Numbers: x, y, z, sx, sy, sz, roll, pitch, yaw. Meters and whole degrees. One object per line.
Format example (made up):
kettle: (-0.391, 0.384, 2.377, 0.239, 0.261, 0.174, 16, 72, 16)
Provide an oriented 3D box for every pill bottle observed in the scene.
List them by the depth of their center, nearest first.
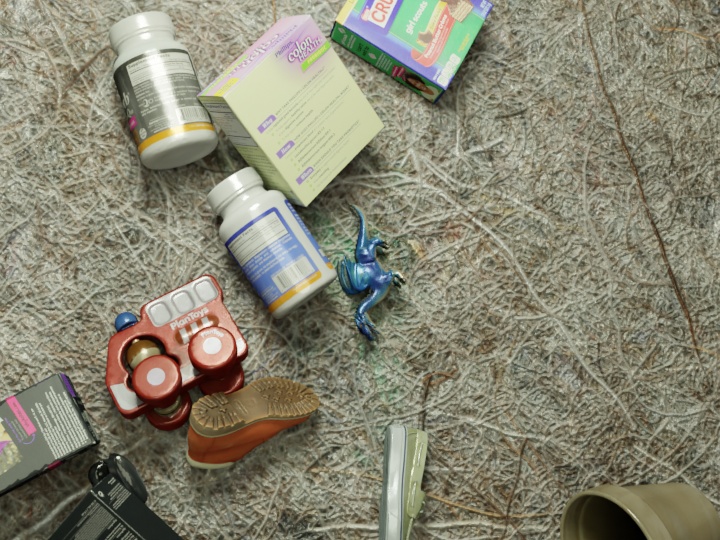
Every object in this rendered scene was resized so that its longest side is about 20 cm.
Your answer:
pill bottle: (-0.131, -0.042, 1.344, 0.112, 0.112, 0.201, -34, 87, -15)
pill bottle: (-0.285, -0.256, 1.351, 0.116, 0.116, 0.201, -18, 83, -14)

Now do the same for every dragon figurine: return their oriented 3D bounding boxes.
dragon figurine: (0.000, 0.000, 1.389, 0.099, 0.059, 0.201, -24, 87, -14)

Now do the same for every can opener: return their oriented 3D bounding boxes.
can opener: (-0.302, 0.340, 1.269, 0.063, 0.079, 0.201, -26, 95, -22)

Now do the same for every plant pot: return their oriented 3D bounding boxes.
plant pot: (0.414, 0.384, 1.348, 0.172, 0.200, 0.202, -14, 83, -29)

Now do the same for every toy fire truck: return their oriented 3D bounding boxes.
toy fire truck: (-0.259, 0.110, 1.306, 0.199, 0.112, 0.168, -27, 62, -15)

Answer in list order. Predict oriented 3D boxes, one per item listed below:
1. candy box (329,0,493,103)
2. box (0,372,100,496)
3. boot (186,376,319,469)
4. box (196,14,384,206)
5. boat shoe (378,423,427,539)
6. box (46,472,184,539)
candy box: (0.078, -0.386, 1.465, 0.199, 0.077, 0.170, 30, 76, -3)
box: (-0.453, 0.226, 1.227, 0.199, 0.122, 0.107, -27, 87, -14)
boot: (-0.152, 0.215, 1.319, 0.199, 0.108, 0.075, -8, 42, -34)
box: (-0.097, -0.226, 1.348, 0.176, 0.096, 0.200, -47, 120, -17)
boat shoe: (0.063, 0.319, 1.338, 0.061, 0.072, 0.202, 6, 76, -7)
box: (-0.343, 0.386, 1.210, 0.141, 0.079, 0.200, 43, 97, 1)
